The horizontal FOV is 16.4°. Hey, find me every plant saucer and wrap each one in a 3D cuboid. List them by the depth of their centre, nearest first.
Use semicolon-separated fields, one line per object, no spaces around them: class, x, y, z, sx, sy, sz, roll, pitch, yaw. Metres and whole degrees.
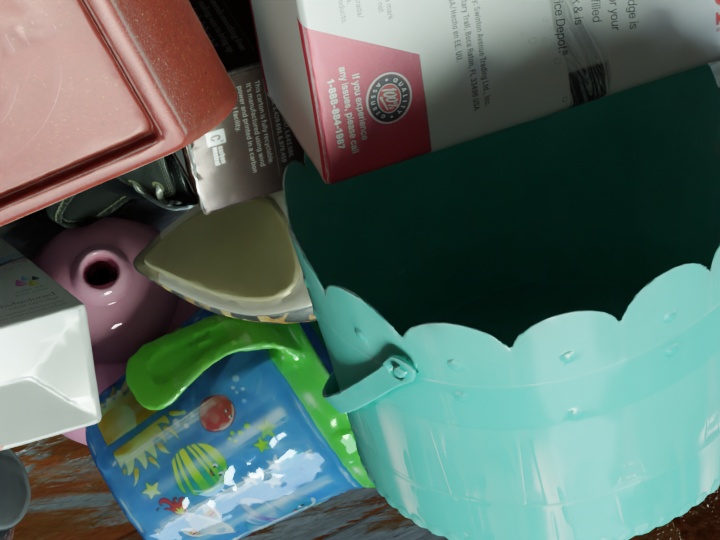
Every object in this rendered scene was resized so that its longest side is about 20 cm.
plant saucer;-0.166;-0.079;0.931;0.199;0.037;0.200;-23;135;5

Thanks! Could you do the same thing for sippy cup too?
sippy cup;-0.069;0.081;1.305;0.130;0.178;0.140;-32;-151;1

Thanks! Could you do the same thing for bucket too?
bucket;0.073;0.008;1.030;0.206;0.207;0.135;-19;128;-12

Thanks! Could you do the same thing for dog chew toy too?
dog chew toy;-0.138;0.027;1.389;0.124;0.125;0.200;-20;165;-7

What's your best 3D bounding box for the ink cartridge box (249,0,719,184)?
ink cartridge box;0.056;-0.140;0.992;0.199;0.084;0.145;-19;127;-12

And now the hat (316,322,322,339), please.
hat;0.026;-0.083;1.371;0.200;0.165;0.177;-37;140;-28

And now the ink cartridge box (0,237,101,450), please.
ink cartridge box;-0.223;0.034;1.294;0.116;0.068;0.200;-15;-160;-22

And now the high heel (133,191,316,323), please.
high heel;0.000;0.000;1.239;0.199;0.072;0.142;-6;166;27

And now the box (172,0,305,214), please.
box;0.002;-0.106;1.108;0.199;0.100;0.075;-19;130;-11

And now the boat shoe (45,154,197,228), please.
boat shoe;-0.100;-0.059;1.241;0.072;0.068;0.200;-10;166;-42

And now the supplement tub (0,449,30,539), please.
supplement tub;-0.315;0.185;1.756;0.107;0.107;0.200;-7;160;-46
